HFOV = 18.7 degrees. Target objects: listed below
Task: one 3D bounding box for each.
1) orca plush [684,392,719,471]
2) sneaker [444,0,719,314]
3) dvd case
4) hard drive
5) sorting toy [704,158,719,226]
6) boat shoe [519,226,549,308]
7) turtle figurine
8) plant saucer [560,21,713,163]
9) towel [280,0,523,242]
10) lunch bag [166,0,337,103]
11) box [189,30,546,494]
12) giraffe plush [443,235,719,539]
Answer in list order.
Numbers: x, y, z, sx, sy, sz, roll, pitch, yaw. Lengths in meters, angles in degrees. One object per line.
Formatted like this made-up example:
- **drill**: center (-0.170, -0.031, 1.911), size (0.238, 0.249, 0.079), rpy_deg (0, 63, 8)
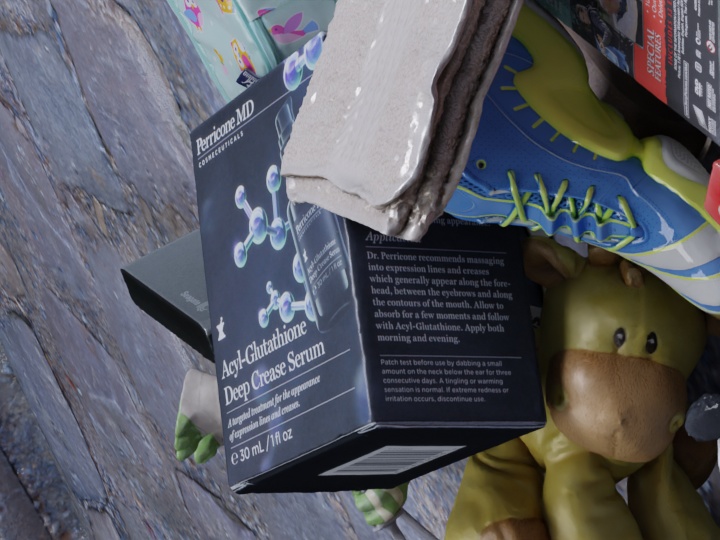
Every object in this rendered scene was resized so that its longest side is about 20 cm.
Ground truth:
- **orca plush**: center (0.220, 0.074, 1.067), size (0.104, 0.071, 0.201), rpy_deg (-5, 135, 22)
- **sneaker**: center (0.093, -0.037, 1.037), size (0.200, 0.105, 0.076), rpy_deg (49, 163, 21)
- **dvd case**: center (0.104, -0.162, 0.972), size (0.200, 0.022, 0.147), rpy_deg (44, 154, 41)
- **hard drive**: center (-0.036, -0.015, 1.367), size (0.139, 0.199, 0.033), rpy_deg (30, 143, 58)
- **sorting toy**: center (0.223, -0.019, 0.873), size (0.199, 0.069, 0.201), rpy_deg (52, 159, 28)
- **boat shoe**: center (0.090, 0.039, 1.322), size (0.075, 0.062, 0.201), rpy_deg (37, 150, 46)
- **turtle figurine**: center (-0.009, 0.125, 1.284), size (0.144, 0.192, 0.202), rpy_deg (-65, -20, -63)
- **plant saucer**: center (0.118, -0.140, 1.045), size (0.201, 0.032, 0.201), rpy_deg (52, 159, 30)
- **towel**: center (0.025, -0.116, 0.975), size (0.132, 0.034, 0.201), rpy_deg (21, 92, 62)
- **lunch bag**: center (-0.088, -0.199, 1.444), size (0.201, 0.077, 0.160), rpy_deg (62, 162, 2)
- **box**: center (0.000, 0.000, 1.116), size (0.148, 0.106, 0.202), rpy_deg (-30, 62, 54)
- **giraffe plush**: center (0.129, 0.063, 1.132), size (0.163, 0.171, 0.201), rpy_deg (115, 143, -54)
